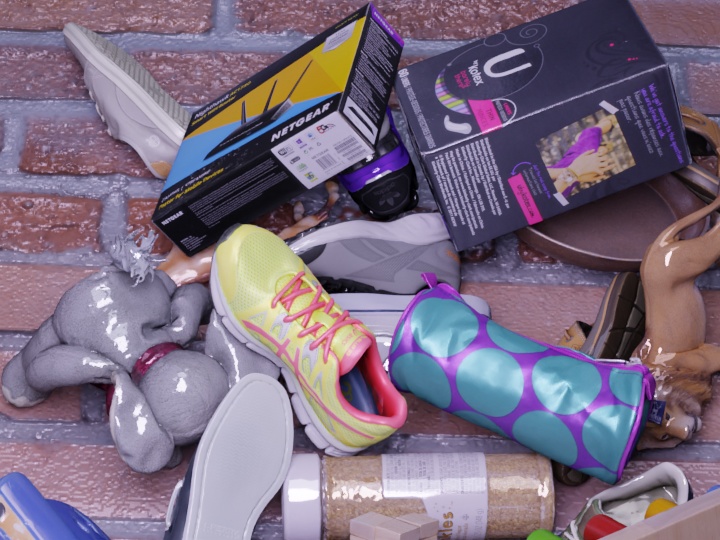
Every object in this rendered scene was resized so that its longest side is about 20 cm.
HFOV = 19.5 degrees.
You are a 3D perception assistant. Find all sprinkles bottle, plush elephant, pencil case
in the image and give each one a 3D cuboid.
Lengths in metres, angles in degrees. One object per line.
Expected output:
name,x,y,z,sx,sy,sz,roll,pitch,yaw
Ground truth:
sprinkles bottle,0.041,0.167,1.541,0.199,0.068,0.068,-1,50,-2
plush elephant,-0.155,0.077,1.563,0.164,0.200,0.155,-22,72,-28
pencil case,0.119,0.079,1.530,0.200,0.085,0.093,22,98,19

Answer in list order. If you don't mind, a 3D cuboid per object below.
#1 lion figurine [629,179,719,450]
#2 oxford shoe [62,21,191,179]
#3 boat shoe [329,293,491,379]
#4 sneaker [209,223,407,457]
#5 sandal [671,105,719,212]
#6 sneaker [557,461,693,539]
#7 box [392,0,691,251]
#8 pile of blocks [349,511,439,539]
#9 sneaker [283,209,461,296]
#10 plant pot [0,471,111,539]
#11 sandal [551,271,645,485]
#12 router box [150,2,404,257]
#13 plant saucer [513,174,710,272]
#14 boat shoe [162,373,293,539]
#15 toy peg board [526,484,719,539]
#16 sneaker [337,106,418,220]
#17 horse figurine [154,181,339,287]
lion figurine,0.246,0.034,1.609,0.122,0.072,0.201,-8,94,-26
oxford shoe,-0.205,-0.148,1.804,0.200,0.075,0.058,47,108,32
boat shoe,0.008,0.072,1.626,0.201,0.075,0.086,-1,59,-12
sneaker,-0.030,0.045,1.524,0.078,0.090,0.200,-46,109,-32
sandal,0.263,-0.110,1.716,0.055,0.082,0.200,-47,40,12
sneaker,0.160,0.202,1.501,0.200,0.090,0.067,-29,57,-22
box,0.140,-0.119,1.633,0.200,0.106,0.122,-20,39,1
pile of blocks,-0.016,0.251,1.472,0.062,0.082,0.200,13,53,38
sneaker,0.000,0.000,1.648,0.200,0.074,0.080,-7,81,-32
plant pot,-0.223,0.261,1.358,0.200,0.180,0.200,-39,60,-9
sandal,0.177,0.079,1.626,0.054,0.082,0.200,5,54,32
router box,-0.065,-0.110,1.655,0.200,0.051,0.149,-28,29,31
plant saucer,0.188,-0.059,1.726,0.200,0.035,0.200,11,36,-8
boat shoe,-0.105,0.170,1.502,0.076,0.060,0.200,29,68,-24
toy peg board,0.207,0.238,1.423,0.199,0.201,0.098,-19,23,-26
sneaker,0.007,-0.090,1.739,0.069,0.100,0.200,-28,15,5
horse figurine,-0.090,-0.022,1.708,0.199,0.050,0.133,7,45,7
